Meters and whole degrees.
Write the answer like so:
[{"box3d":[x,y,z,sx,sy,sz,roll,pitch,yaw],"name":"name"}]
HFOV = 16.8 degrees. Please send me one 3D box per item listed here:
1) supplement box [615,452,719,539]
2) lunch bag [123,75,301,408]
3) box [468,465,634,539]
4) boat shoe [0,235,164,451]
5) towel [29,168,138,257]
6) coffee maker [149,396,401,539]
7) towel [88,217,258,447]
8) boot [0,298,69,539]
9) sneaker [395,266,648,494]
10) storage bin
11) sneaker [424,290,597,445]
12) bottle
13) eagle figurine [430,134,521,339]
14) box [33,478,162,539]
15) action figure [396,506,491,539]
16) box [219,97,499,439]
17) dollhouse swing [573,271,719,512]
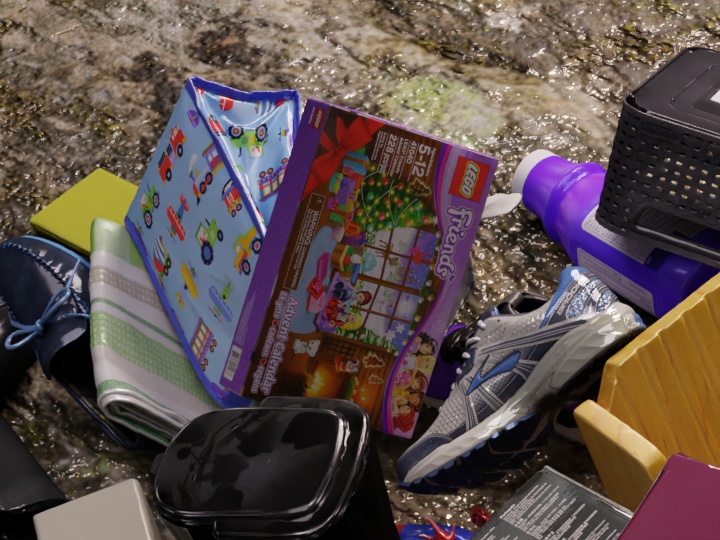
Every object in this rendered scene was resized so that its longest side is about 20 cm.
[{"box3d":[0.206,0.228,1.414,0.103,0.201,0.131,18,52,33],"name":"supplement box"},{"box3d":[-0.089,-0.010,1.723,0.093,0.151,0.201,5,47,-25],"name":"lunch bag"},{"box3d":[0.091,0.249,1.457,0.086,0.165,0.200,27,57,38],"name":"box"},{"box3d":[-0.203,0.049,1.776,0.200,0.084,0.069,40,29,17],"name":"boat shoe"},{"box3d":[-0.174,-0.026,1.957,0.199,0.018,0.086,25,50,38],"name":"towel"},{"box3d":[-0.017,0.181,1.539,0.190,0.201,0.135,-15,42,2],"name":"coffee maker"},{"box3d":[-0.132,0.055,1.766,0.031,0.149,0.201,-42,35,26],"name":"towel"},{"box3d":[-0.262,0.116,1.790,0.164,0.066,0.200,-34,41,-7],"name":"boot"},{"box3d":[0.099,0.074,1.633,0.200,0.077,0.085,-39,62,12],"name":"sneaker"},{"box3d":[0.263,-0.082,1.741,0.134,0.094,0.200,20,23,17],"name":"storage bin"},{"box3d":[0.104,0.052,1.713,0.199,0.100,0.070,11,47,30],"name":"sneaker"},{"box3d":[0.193,-0.030,1.801,0.083,0.066,0.200,-33,43,-25],"name":"bottle"},{"box3d":[0.014,-0.004,1.749,0.150,0.152,0.202,17,93,23],"name":"eagle figurine"},{"box3d":[-0.153,0.244,1.597,0.077,0.095,0.201,-19,40,-3],"name":"box"},{"box3d":[0.070,0.186,1.613,0.199,0.052,0.065,17,17,30],"name":"action figure"},{"box3d":[0.000,0.000,1.622,0.136,0.202,0.039,15,4,-29],"name":"box"},{"box3d":[0.283,0.114,1.550,0.199,0.183,0.175,-35,24,-21],"name":"dollhouse swing"}]
